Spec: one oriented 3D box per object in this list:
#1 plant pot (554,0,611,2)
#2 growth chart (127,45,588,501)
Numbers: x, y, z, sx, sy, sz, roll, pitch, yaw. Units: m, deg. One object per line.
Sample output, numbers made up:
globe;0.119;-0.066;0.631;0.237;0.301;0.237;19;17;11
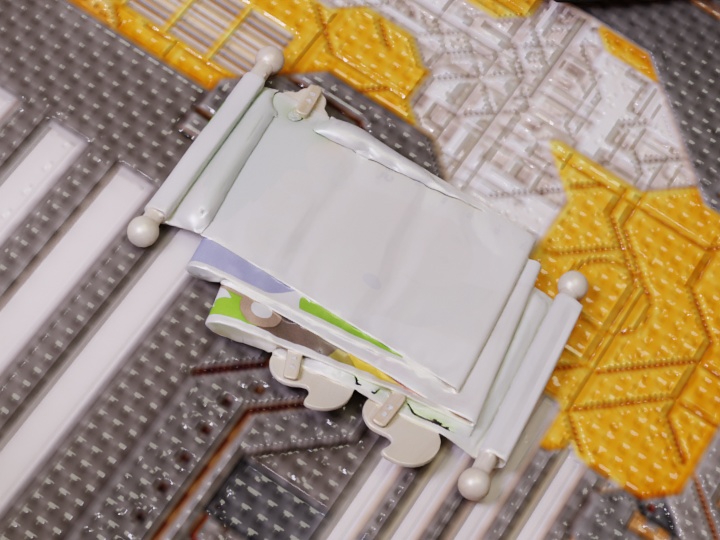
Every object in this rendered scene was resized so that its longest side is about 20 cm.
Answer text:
plant pot;0.136;-0.243;1.158;0.177;0.200;0.201;-25;67;-16
growth chart;0.000;0.000;1.059;0.199;0.018;0.145;35;56;8
